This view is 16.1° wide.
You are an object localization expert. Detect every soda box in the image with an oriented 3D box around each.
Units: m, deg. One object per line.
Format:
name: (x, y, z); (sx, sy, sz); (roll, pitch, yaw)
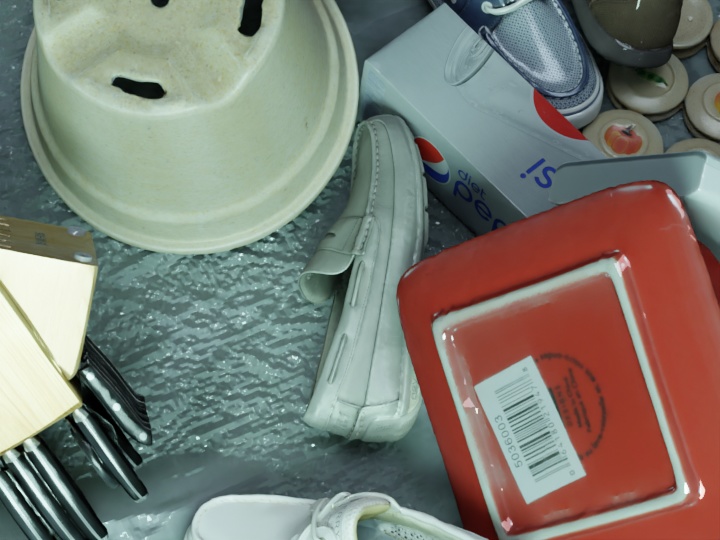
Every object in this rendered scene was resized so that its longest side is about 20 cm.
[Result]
soda box: (0.089, -0.059, 1.479); (0.068, 0.064, 0.200); (-36, 69, -22)

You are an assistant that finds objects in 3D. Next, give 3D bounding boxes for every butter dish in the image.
butter dish: (0.145, 0.061, 1.361); (0.148, 0.199, 0.201); (-14, 85, -51)

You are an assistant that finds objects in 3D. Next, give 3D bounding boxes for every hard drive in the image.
hard drive: (0.219, -0.018, 1.381); (0.199, 0.132, 0.027); (20, 79, -30)

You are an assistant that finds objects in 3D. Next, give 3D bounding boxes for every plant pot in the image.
plant pot: (-0.102, -0.126, 1.403); (0.200, 0.184, 0.201); (0, 78, 1)

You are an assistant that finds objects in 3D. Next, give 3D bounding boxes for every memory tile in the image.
memory tile: (0.243, -0.088, 1.535); (0.199, 0.017, 0.154); (21, 61, 8)

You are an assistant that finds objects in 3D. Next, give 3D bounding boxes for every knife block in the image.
knife block: (-0.202, 0.060, 1.330); (0.199, 0.064, 0.176); (11, 104, -13)

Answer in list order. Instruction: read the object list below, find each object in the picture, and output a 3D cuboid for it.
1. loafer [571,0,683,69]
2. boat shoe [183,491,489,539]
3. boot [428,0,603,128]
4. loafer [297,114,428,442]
loafer: (0.153, -0.212, 1.548); (0.073, 0.071, 0.200); (-2, 49, -28)
boat shoe: (-0.002, 0.145, 1.338); (0.199, 0.069, 0.071); (10, 49, 16)
boot: (0.078, -0.177, 1.525); (0.073, 0.090, 0.200); (-31, 65, -17)
loafer: (0.000, 0.000, 1.436); (0.069, 0.070, 0.201); (7, 61, -10)
